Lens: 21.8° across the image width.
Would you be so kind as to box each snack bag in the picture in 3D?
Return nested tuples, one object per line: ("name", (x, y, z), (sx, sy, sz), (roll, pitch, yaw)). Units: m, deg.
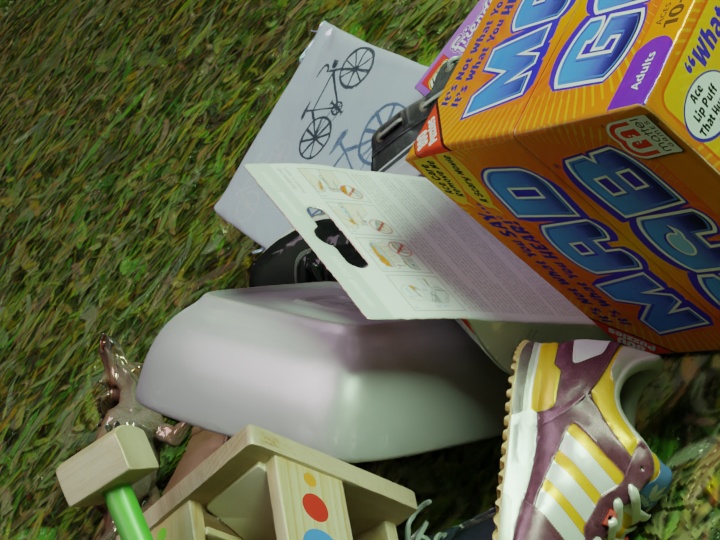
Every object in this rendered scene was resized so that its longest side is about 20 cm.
("snack bag", (-0.024, -0.087, 1.434), (0.200, 0.021, 0.189), (32, 92, 52))

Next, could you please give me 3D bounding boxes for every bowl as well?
("bowl", (-0.016, 0.055, 1.158), (0.200, 0.200, 0.075), (10, 99, 40))

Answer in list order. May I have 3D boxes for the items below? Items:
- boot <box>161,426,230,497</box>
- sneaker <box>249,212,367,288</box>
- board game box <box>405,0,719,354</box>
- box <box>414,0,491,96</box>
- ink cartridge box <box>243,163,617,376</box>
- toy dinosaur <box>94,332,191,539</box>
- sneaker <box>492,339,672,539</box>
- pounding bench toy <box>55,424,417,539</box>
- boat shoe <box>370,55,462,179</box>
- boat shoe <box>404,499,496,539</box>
("boot", (-0.070, 0.171, 1.294), (0.175, 0.066, 0.200), (12, 78, 38))
("sneaker", (0.000, 0.000, 1.290), (0.200, 0.076, 0.088), (-9, 12, 27))
("board game box", (0.190, -0.094, 1.033), (0.200, 0.200, 0.200), (-8, 48, 56))
("box", (0.134, -0.172, 1.276), (0.200, 0.039, 0.137), (-53, 33, 7))
("ink cartridge box", (0.039, 0.001, 1.124), (0.160, 0.200, 0.047), (50, 126, 41))
("toy dinosaur", (-0.189, 0.156, 1.512), (0.136, 0.086, 0.200), (167, 119, -69))
("sneaker", (0.121, 0.131, 1.005), (0.090, 0.075, 0.200), (0, 71, 13))
("pounding bench toy", (-0.070, 0.183, 0.994), (0.124, 0.200, 0.156), (-40, 41, 29))
("boat shoe", (0.069, -0.105, 1.197), (0.200, 0.072, 0.071), (-33, 63, 38))
("boat shoe", (0.036, 0.187, 1.090), (0.200, 0.062, 0.075), (-38, 26, 27))
